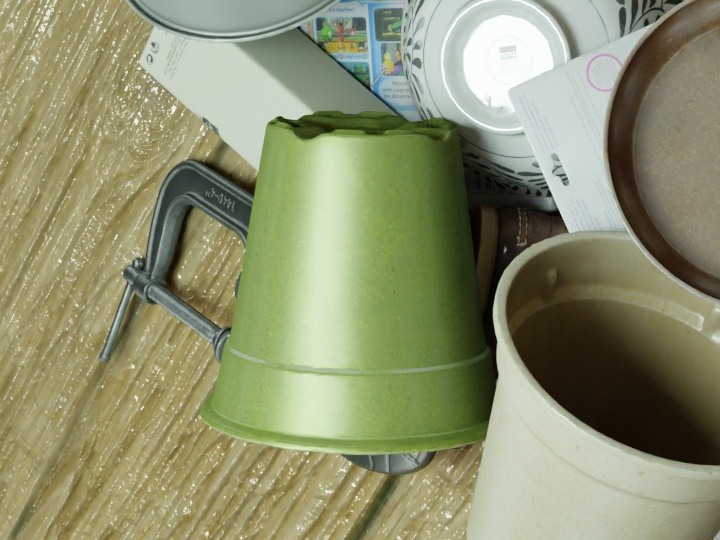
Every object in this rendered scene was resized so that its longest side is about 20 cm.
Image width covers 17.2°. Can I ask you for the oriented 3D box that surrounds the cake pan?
[{"bbox_3d":[-0.078,-0.243,1.591,0.199,0.201,0.037,27,159,26],"label":"cake pan"}]

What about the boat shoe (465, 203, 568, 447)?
[{"bbox_3d":[0.092,0.045,1.609,0.070,0.071,0.201,6,129,-12],"label":"boat shoe"}]

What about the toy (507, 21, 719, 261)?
[{"bbox_3d":[0.203,-0.097,1.459,0.199,0.047,0.116,-24,85,2],"label":"toy"}]

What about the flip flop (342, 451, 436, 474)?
[{"bbox_3d":[-0.003,0.093,1.687,0.200,0.057,0.082,12,93,55],"label":"flip flop"}]

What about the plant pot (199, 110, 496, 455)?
[{"bbox_3d":[0.000,0.000,1.498,0.199,0.200,0.191,9,103,33],"label":"plant pot"}]

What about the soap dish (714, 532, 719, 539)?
[{"bbox_3d":[0.250,0.184,1.529,0.199,0.081,0.158,18,112,30],"label":"soap dish"}]

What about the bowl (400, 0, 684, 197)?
[{"bbox_3d":[0.104,-0.137,1.515,0.199,0.094,0.202,5,103,21],"label":"bowl"}]

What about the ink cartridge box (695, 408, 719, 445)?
[{"bbox_3d":[0.243,-0.004,1.492,0.160,0.047,0.200,-48,51,21],"label":"ink cartridge box"}]

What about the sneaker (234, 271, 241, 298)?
[{"bbox_3d":[-0.018,0.001,1.663,0.199,0.091,0.076,-15,95,37],"label":"sneaker"}]

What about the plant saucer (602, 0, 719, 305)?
[{"bbox_3d":[0.242,-0.072,1.409,0.199,0.034,0.202,0,83,3],"label":"plant saucer"}]

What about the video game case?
[{"bbox_3d":[0.046,-0.135,1.625,0.199,0.024,0.183,4,104,35],"label":"video game case"}]

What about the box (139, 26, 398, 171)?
[{"bbox_3d":[-0.053,-0.115,1.637,0.200,0.082,0.069,43,123,22],"label":"box"}]

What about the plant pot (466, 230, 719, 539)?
[{"bbox_3d":[0.150,0.111,1.410,0.200,0.200,0.184,36,132,22],"label":"plant pot"}]

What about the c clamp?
[{"bbox_3d":[-0.119,0.010,1.741,0.200,0.027,0.172,23,102,54],"label":"c clamp"}]
